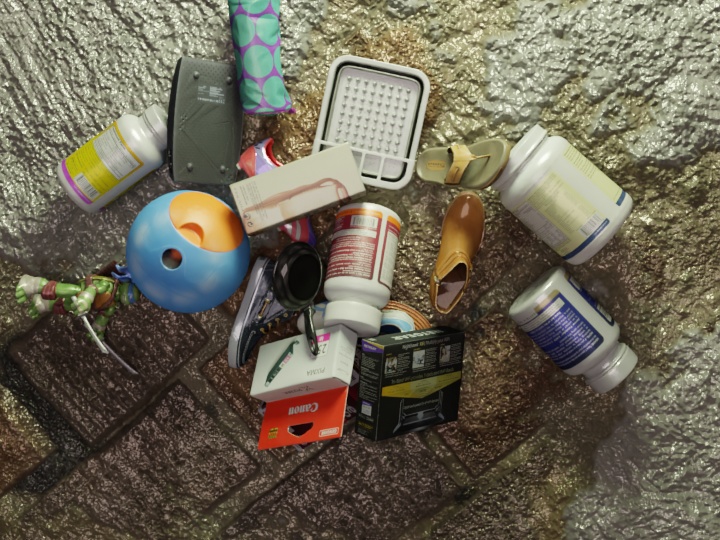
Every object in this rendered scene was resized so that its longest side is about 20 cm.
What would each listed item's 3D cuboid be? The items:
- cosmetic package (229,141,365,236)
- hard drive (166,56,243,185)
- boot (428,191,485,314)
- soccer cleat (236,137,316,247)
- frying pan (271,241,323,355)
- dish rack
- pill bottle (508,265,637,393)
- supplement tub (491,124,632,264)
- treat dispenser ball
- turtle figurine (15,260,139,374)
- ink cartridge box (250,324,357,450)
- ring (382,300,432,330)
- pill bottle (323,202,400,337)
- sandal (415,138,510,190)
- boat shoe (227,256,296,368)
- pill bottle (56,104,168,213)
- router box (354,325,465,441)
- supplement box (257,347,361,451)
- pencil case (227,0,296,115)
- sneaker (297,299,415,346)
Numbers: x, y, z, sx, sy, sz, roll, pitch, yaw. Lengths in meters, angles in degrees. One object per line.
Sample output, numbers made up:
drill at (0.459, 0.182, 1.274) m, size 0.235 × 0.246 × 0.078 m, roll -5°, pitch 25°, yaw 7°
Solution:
cosmetic package at (-0.097, -0.128, 1.530) m, size 0.200 × 0.103 × 0.087 m, roll -21°, pitch 90°, yaw 2°
hard drive at (-0.258, -0.244, 1.579) m, size 0.042 × 0.135 × 0.200 m, roll 11°, pitch 99°, yaw 46°
boot at (0.160, -0.026, 1.551) m, size 0.074 × 0.155 × 0.200 m, roll 12°, pitch 98°, yaw 4°
soccer cleat at (-0.127, -0.128, 1.608) m, size 0.076 × 0.067 × 0.200 m, roll -36°, pitch 90°, yaw 13°
frying pan at (-0.081, 0.034, 1.546) m, size 0.115 × 0.031 × 0.190 m, roll -54°, pitch 53°, yaw 21°
dish rack at (0.018, -0.245, 1.591) m, size 0.171 × 0.044 × 0.200 m, roll 13°, pitch 99°, yaw 4°
pill bottle at (0.352, 0.101, 1.569) m, size 0.120 × 0.120 × 0.200 m, roll -44°, pitch 92°, yaw 9°
supplement tub at (0.316, -0.122, 1.529) m, size 0.200 × 0.145 × 0.145 m, roll 41°, pitch 99°, yaw -1°
treat dispenser ball at (-0.282, -0.030, 1.567) m, size 0.201 × 0.201 × 0.201 m, roll 1°, pitch 98°, yaw 5°
turtle figurine at (-0.483, 0.080, 1.628) m, size 0.194 × 0.144 × 0.200 m, roll 6°, pitch 94°, yaw 8°
ink cartridge box at (-0.100, 0.189, 1.534) m, size 0.200 × 0.174 × 0.044 m, roll -18°, pitch 142°, yaw 41°
ring at (0.040, 0.149, 1.654) m, size 0.200 × 0.019 × 0.201 m, roll 1°, pitch 98°, yaw 4°
pill bottle at (0.000, 0.000, 1.554) m, size 0.109 × 0.110 × 0.200 m, roll 8°, pitch 70°, yaw 4°
sandal at (0.153, -0.172, 1.526) m, size 0.200 × 0.054 × 0.080 m, roll 5°, pitch 83°, yaw 48°
boat shoe at (-0.160, 0.082, 1.634) m, size 0.091 × 0.071 × 0.201 m, roll 18°, pitch 97°, yaw 6°
pill bottle at (-0.402, -0.191, 1.604) m, size 0.200 × 0.104 × 0.104 m, roll -34°, pitch 94°, yaw 8°
router box at (0.083, 0.180, 1.556) m, size 0.052 × 0.200 × 0.157 m, roll 14°, pitch 104°, yaw 45°
supplement box at (-0.063, 0.210, 1.612) m, size 0.200 × 0.061 × 0.109 m, roll -36°, pitch 106°, yaw 27°
pencil case at (-0.162, -0.355, 1.570) m, size 0.092 × 0.085 × 0.200 m, roll -10°, pitch 99°, yaw -30°
sneaker at (-0.009, 0.096, 1.601) m, size 0.200 × 0.073 × 0.072 m, roll 4°, pitch 122°, yaw 4°
